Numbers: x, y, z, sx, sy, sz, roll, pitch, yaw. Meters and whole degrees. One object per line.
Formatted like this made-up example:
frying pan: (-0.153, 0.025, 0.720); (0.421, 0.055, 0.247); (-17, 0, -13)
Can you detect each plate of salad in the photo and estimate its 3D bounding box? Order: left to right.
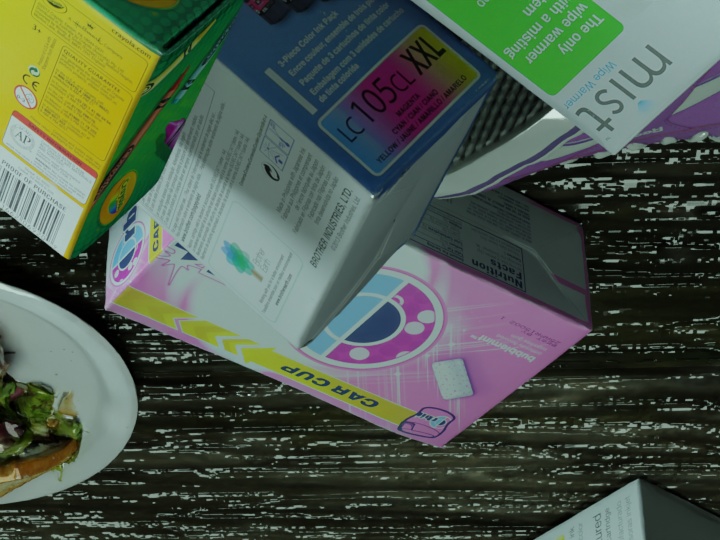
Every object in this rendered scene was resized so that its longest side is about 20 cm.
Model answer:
plate of salad: (-0.212, 0.070, 1.088); (0.200, 0.048, 0.200); (1, 141, 1)

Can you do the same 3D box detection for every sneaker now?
sneaker: (0.116, -0.066, 0.901); (0.200, 0.073, 0.114); (-27, 136, 29)

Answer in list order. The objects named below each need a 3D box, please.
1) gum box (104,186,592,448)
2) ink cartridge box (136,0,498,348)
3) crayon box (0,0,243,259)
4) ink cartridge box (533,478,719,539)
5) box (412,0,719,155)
gum box: (0.000, 0.000, 0.984); (0.200, 0.066, 0.113); (24, 134, -26)
ink cartridge box: (-0.060, -0.083, 0.811); (0.200, 0.076, 0.136); (40, 152, 7)
crayon box: (-0.144, -0.110, 0.731); (0.200, 0.058, 0.119); (38, 141, 4)
ink cartridge box: (0.138, 0.242, 1.213); (0.146, 0.147, 0.200); (28, 133, -30)
box: (0.089, -0.169, 0.723); (0.176, 0.097, 0.200); (37, 131, -11)
